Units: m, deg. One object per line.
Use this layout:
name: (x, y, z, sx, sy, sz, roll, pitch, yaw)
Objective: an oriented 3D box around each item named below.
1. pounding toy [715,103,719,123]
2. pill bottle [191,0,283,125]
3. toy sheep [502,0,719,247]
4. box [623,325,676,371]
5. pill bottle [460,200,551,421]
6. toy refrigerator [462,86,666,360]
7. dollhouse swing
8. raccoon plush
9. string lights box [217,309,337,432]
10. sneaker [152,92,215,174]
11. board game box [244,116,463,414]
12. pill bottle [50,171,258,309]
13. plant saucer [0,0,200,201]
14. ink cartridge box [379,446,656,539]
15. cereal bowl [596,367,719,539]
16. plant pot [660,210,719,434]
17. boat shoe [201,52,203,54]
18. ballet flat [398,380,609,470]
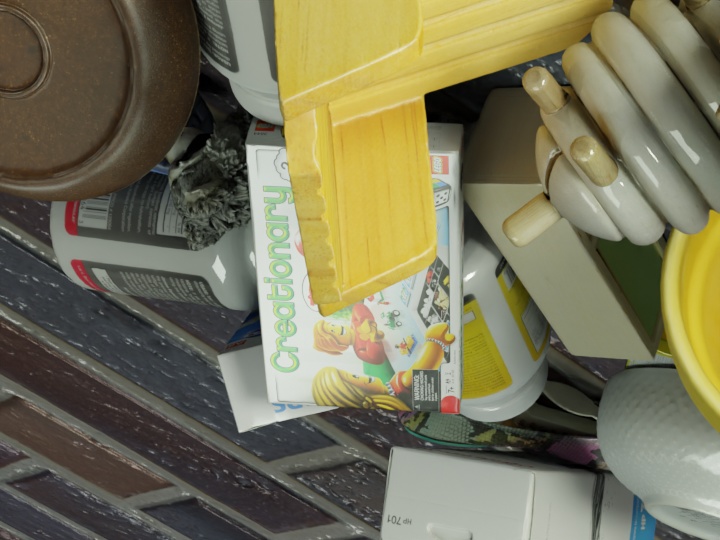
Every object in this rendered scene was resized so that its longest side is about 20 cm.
pounding toy: (0.274, -0.092, 0.766, 0.142, 0.184, 0.200, 48, 145, -21)
pill bottle: (-0.043, -0.166, 0.917, 0.111, 0.111, 0.200, 16, 153, 12)
toy sheep: (0.154, -0.079, 0.874, 0.200, 0.138, 0.138, -32, 132, 12)
box: (0.288, 0.080, 1.184, 0.200, 0.048, 0.117, 19, 163, 10)
pill bottle: (0.072, 0.025, 1.187, 0.112, 0.112, 0.200, 8, 150, 25)
toy refrigerator: (0.140, -0.026, 1.081, 0.070, 0.076, 0.200, 3, 147, 34)
dollhouse swing: (0.052, -0.098, 0.833, 0.176, 0.182, 0.200, -5, 150, 1)
raccoon plush: (-0.027, -0.065, 1.065, 0.200, 0.134, 0.097, 12, 152, 20)
string lights box: (-0.030, 0.052, 1.211, 0.103, 0.059, 0.200, -13, -171, 8)
sneaker: (-0.187, -0.114, 1.173, 0.200, 0.074, 0.082, 25, 155, 13)
board game box: (0.000, 0.000, 1.037, 0.126, 0.035, 0.200, 2, 126, 7)
pill bottle: (-0.111, -0.031, 1.205, 0.200, 0.111, 0.111, 7, 150, 27)
plant saucer: (-0.186, -0.123, 0.909, 0.200, 0.034, 0.200, 7, 116, 14)
ink cartridge box: (0.134, 0.197, 1.394, 0.146, 0.086, 0.200, 6, 176, 38)
cereal bowl: (0.259, 0.145, 1.200, 0.200, 0.083, 0.200, 19, 165, 5)
plant pot: (0.278, 0.034, 0.977, 0.201, 0.201, 0.189, 14, 167, 15)
boat shoe: (-0.116, -0.187, 0.982, 0.072, 0.065, 0.200, 18, 153, 17)
ballet flat: (0.130, 0.112, 1.373, 0.200, 0.069, 0.071, 11, 134, 13)
